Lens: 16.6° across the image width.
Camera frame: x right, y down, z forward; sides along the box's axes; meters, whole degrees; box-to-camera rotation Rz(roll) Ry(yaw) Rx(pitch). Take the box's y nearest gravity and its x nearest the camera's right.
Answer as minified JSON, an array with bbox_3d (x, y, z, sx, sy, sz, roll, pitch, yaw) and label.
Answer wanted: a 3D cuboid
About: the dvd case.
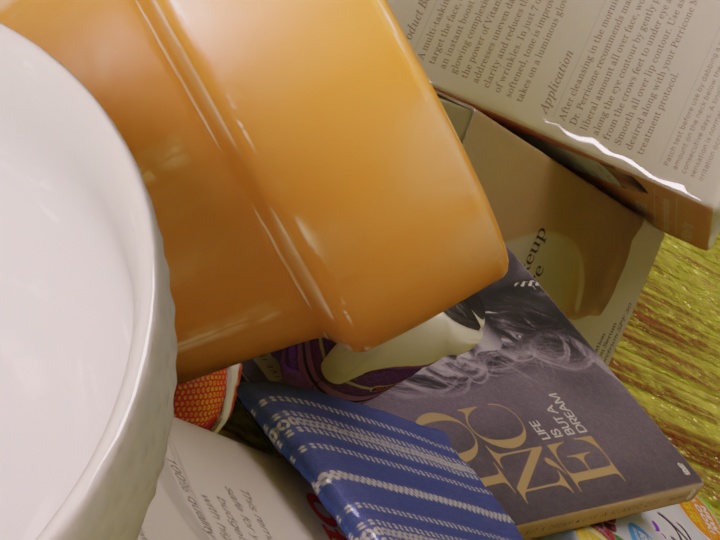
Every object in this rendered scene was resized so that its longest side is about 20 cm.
[{"bbox_3d":[0.034,0.050,1.009,0.199,0.016,0.149,-7,49,-45],"label":"dvd case"}]

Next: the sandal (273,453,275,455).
[{"bbox_3d":[0.010,0.053,1.048,0.082,0.050,0.203,42,17,-11],"label":"sandal"}]

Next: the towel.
[{"bbox_3d":[0.047,0.120,0.753,0.200,0.024,0.145,52,12,24],"label":"towel"}]

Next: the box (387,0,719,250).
[{"bbox_3d":[0.106,-0.105,1.230,0.199,0.107,0.152,24,-3,10],"label":"box"}]

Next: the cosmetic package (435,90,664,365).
[{"bbox_3d":[0.059,-0.012,1.194,0.071,0.106,0.200,24,-1,36],"label":"cosmetic package"}]

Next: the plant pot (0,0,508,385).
[{"bbox_3d":[-0.082,-0.040,0.751,0.201,0.183,0.200,59,-1,2],"label":"plant pot"}]

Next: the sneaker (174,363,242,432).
[{"bbox_3d":[-0.119,-0.017,0.875,0.077,0.073,0.200,-6,46,-51],"label":"sneaker"}]

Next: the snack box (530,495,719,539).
[{"bbox_3d":[0.120,0.156,1.036,0.142,0.053,0.201,34,25,-37],"label":"snack box"}]

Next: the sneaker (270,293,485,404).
[{"bbox_3d":[0.000,0.000,0.969,0.081,0.083,0.200,49,16,-7],"label":"sneaker"}]

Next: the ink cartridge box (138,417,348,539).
[{"bbox_3d":[-0.064,0.108,0.660,0.200,0.084,0.146,28,24,-48],"label":"ink cartridge box"}]

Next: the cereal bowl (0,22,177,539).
[{"bbox_3d":[-0.134,0.035,0.540,0.201,0.199,0.084,56,-16,36],"label":"cereal bowl"}]
